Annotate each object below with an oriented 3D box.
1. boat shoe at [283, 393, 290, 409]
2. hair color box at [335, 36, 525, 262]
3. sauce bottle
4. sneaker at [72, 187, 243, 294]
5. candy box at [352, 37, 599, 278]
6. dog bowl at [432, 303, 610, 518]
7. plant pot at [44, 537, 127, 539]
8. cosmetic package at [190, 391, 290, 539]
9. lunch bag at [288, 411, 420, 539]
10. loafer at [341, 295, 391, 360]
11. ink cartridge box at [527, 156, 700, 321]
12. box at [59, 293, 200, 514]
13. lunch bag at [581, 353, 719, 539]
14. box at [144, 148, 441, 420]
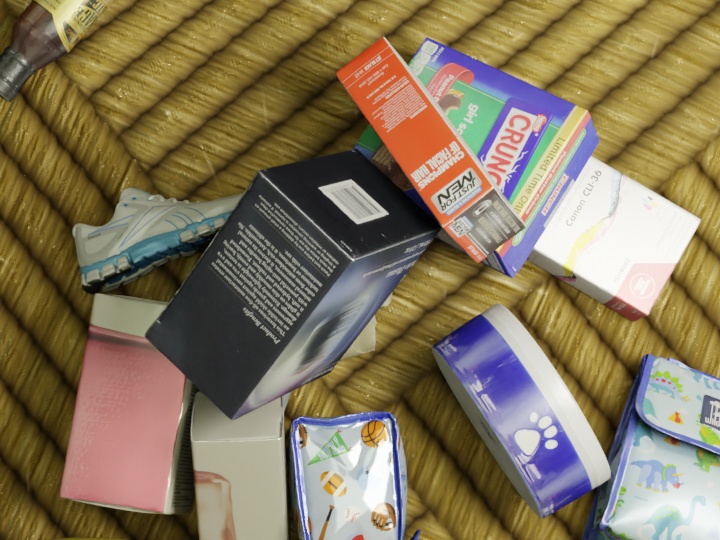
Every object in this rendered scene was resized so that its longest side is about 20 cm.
[{"bbox_3d":[-0.102,0.089,1.557,0.071,0.072,0.200,13,71,8],"label":"boat shoe"},{"bbox_3d":[0.066,-0.113,1.456,0.064,0.111,0.200,-38,62,7],"label":"hair color box"},{"bbox_3d":[-0.312,-0.261,1.593,0.066,0.066,0.200,39,85,3],"label":"sauce bottle"},{"bbox_3d":[-0.201,-0.053,1.566,0.200,0.075,0.087,-21,78,-5],"label":"sneaker"},{"bbox_3d":[0.109,-0.115,1.545,0.200,0.077,0.169,29,82,26],"label":"candy box"},{"bbox_3d":[0.153,0.135,1.486,0.079,0.200,0.200,-32,85,-3],"label":"dog bowl"},{"bbox_3d":[-0.227,0.337,1.467,0.142,0.200,0.200,-13,82,-25],"label":"plant pot"},{"bbox_3d":[-0.112,0.223,1.472,0.087,0.103,0.200,-2,112,-1],"label":"cosmetic package"},{"bbox_3d":[-0.004,0.240,1.484,0.124,0.170,0.200,-4,81,0],"label":"lunch bag"},{"bbox_3d":[0.000,0.000,1.545,0.068,0.076,0.200,6,116,-18],"label":"loafer"},{"bbox_3d":[0.228,-0.049,1.579,0.200,0.067,0.117,30,82,3],"label":"ink cartridge box"},{"bbox_3d":[-0.212,0.133,1.507,0.109,0.128,0.200,8,82,5],"label":"box"},{"bbox_3d":[0.333,0.198,1.528,0.170,0.127,0.200,21,69,3],"label":"lunch bag"},{"bbox_3d":[-0.057,0.010,1.404,0.123,0.200,0.198,44,115,13],"label":"box"}]
